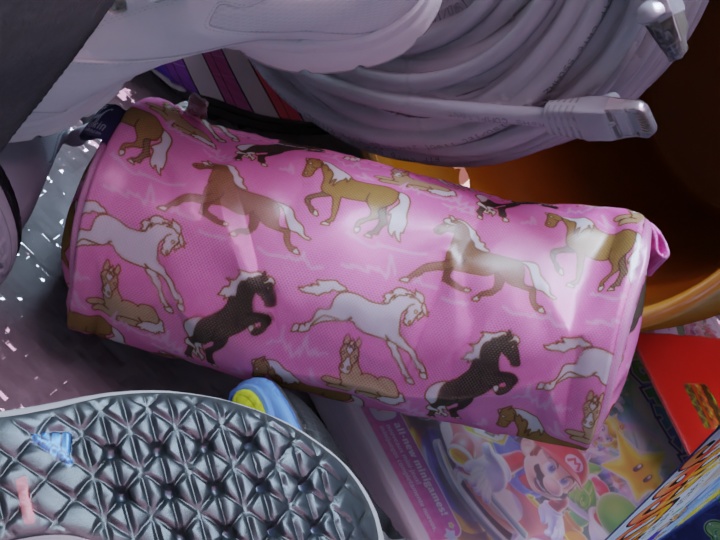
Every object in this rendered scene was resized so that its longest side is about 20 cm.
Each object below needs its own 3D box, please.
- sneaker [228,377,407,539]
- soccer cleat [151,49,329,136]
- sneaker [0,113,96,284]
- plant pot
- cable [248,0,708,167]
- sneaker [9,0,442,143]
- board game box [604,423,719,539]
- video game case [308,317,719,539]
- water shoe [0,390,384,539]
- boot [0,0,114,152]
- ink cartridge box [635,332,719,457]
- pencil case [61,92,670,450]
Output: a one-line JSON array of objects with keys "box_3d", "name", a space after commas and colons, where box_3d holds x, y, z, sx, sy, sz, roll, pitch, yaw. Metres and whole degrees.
[{"box_3d": [0.011, 0.124, 0.817, 0.200, 0.071, 0.083, 53, 32, 11], "name": "sneaker"}, {"box_3d": [-0.066, -0.111, 0.941, 0.199, 0.073, 0.068, 22, 45, -19], "name": "soccer cleat"}, {"box_3d": [-0.178, -0.084, 0.843, 0.200, 0.075, 0.115, 41, 42, -7], "name": "sneaker"}, {"box_3d": [0.127, -0.078, 0.966, 0.183, 0.200, 0.201, 0, 55, -56], "name": "plant pot"}, {"box_3d": [0.033, -0.136, 0.867, 0.069, 0.199, 0.201, -11, 94, -51], "name": "cable"}, {"box_3d": [-0.068, -0.094, 0.785, 0.199, 0.087, 0.075, -14, 79, -9], "name": "sneaker"}, {"box_3d": [0.134, 0.068, 0.814, 0.035, 0.135, 0.200, 51, 38, 4], "name": "board game box"}, {"box_3d": [0.080, 0.065, 0.941, 0.199, 0.018, 0.144, -9, 62, -40], "name": "video game case"}, {"box_3d": [-0.093, 0.082, 0.753, 0.199, 0.079, 0.072, 5, 54, -20], "name": "water shoe"}, {"box_3d": [-0.175, -0.042, 0.715, 0.181, 0.200, 0.073, -1, 57, -35], "name": "boot"}, {"box_3d": [0.207, 0.098, 0.963, 0.173, 0.044, 0.201, 6, 52, -48], "name": "ink cartridge box"}, {"box_3d": [0.000, 0.000, 0.848, 0.199, 0.087, 0.083, 14, 16, 4], "name": "pencil case"}]
